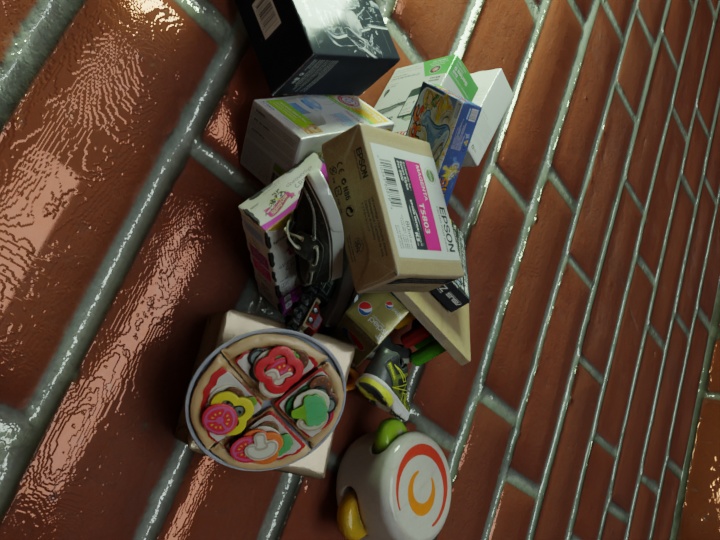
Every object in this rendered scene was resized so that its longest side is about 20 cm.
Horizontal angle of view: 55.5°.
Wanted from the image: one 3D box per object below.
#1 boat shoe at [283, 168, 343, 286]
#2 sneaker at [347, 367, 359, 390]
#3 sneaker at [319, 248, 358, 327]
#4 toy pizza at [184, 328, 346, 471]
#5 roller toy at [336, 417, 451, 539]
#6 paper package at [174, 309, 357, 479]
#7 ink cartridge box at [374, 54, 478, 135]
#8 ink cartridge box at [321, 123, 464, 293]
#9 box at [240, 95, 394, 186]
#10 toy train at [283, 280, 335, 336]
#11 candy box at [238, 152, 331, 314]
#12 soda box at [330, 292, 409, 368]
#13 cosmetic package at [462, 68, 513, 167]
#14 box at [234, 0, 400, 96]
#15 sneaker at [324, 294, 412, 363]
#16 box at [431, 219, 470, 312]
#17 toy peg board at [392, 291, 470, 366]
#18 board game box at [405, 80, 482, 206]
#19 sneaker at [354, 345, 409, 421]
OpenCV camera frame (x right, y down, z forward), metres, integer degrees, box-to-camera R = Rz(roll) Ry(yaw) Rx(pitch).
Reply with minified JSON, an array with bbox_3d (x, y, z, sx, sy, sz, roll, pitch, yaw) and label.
[{"bbox_3d":[-0.060,-0.042,0.854,0.063,0.071,0.201,-21,147,-13],"label":"boat shoe"},{"bbox_3d":[-0.085,0.176,1.051,0.199,0.077,0.080,-17,106,-44],"label":"sneaker"},{"bbox_3d":[0.000,0.000,0.994,0.070,0.073,0.202,12,117,-26],"label":"sneaker"},{"bbox_3d":[-0.111,0.165,0.828,0.197,0.032,0.203,-7,114,-15],"label":"toy pizza"},{"bbox_3d":[0.053,0.370,1.160,0.182,0.139,0.202,38,55,-35],"label":"roller toy"},{"bbox_3d":[-0.128,0.167,0.937,0.198,0.103,0.193,19,76,-24],"label":"paper package"},{"bbox_3d":[0.093,-0.259,1.173,0.084,0.145,0.202,46,60,-36],"label":"ink cartridge box"},{"bbox_3d":[0.045,-0.076,0.897,0.164,0.075,0.203,-1,73,-51],"label":"ink cartridge box"},{"bbox_3d":[-0.061,-0.189,1.011,0.199,0.112,0.102,-20,141,-44],"label":"box"},{"bbox_3d":[-0.074,0.065,0.911,0.046,0.034,0.201,41,37,-13],"label":"toy train"},{"bbox_3d":[-0.088,-0.046,0.960,0.136,0.061,0.201,-40,153,-23],"label":"candy box"},{"bbox_3d":[0.007,0.083,0.999,0.064,0.200,0.068,44,71,4],"label":"soda box"},{"bbox_3d":[0.210,-0.294,1.333,0.071,0.101,0.201,50,58,-36],"label":"cosmetic package"},{"bbox_3d":[-0.067,-0.364,0.980,0.181,0.104,0.202,-15,80,-47],"label":"box"},{"bbox_3d":[0.025,0.099,1.167,0.199,0.074,0.108,17,79,-45],"label":"sneaker"},{"bbox_3d":[0.126,-0.048,1.198,0.161,0.049,0.201,46,29,-27],"label":"box"},{"bbox_3d":[0.095,0.053,1.199,0.199,0.097,0.201,46,28,-23],"label":"toy peg board"},{"bbox_3d":[0.101,-0.163,1.011,0.034,0.136,0.202,8,112,-25],"label":"board game box"},{"bbox_3d":[0.055,0.187,1.124,0.085,0.074,0.200,-61,158,-14],"label":"sneaker"}]
